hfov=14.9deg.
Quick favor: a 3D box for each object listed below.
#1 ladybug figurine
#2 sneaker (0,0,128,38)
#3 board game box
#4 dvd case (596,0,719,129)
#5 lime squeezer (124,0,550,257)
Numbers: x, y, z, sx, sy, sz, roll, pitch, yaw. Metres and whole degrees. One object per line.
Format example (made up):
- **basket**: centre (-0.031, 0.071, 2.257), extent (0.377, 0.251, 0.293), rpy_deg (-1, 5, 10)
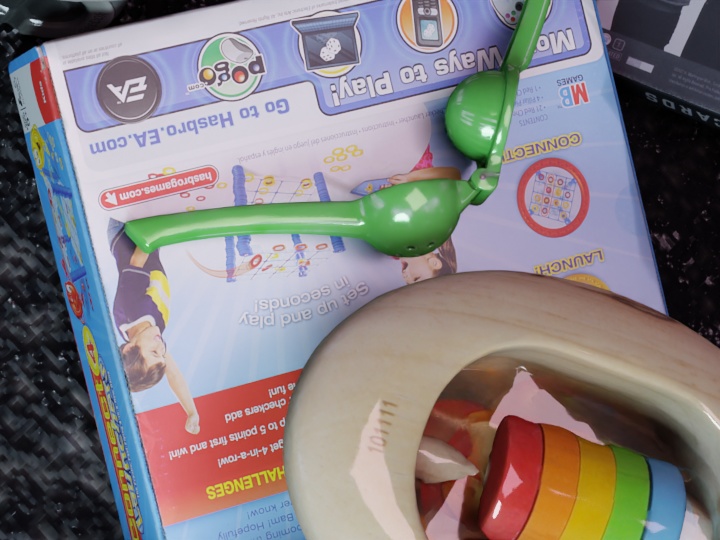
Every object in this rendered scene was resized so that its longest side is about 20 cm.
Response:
- **ladybug figurine**: centre (0.062, 0.076, 0.886), extent (0.199, 0.072, 0.136), rpy_deg (23, 74, -17)
- **sneaker**: centre (-0.160, -0.148, 0.890), extent (0.199, 0.075, 0.080), rpy_deg (26, 65, -23)
- **board game box**: centre (0.000, 0.000, 0.939), extent (0.199, 0.056, 0.197), rpy_deg (-14, 93, -20)
- **dvd case**: centre (0.183, -0.137, 0.984), extent (0.150, 0.025, 0.201), rpy_deg (23, 81, 16)
- **lime squeezer**: centre (0.020, -0.049, 0.907), extent (0.200, 0.038, 0.071), rpy_deg (-41, 70, -16)
